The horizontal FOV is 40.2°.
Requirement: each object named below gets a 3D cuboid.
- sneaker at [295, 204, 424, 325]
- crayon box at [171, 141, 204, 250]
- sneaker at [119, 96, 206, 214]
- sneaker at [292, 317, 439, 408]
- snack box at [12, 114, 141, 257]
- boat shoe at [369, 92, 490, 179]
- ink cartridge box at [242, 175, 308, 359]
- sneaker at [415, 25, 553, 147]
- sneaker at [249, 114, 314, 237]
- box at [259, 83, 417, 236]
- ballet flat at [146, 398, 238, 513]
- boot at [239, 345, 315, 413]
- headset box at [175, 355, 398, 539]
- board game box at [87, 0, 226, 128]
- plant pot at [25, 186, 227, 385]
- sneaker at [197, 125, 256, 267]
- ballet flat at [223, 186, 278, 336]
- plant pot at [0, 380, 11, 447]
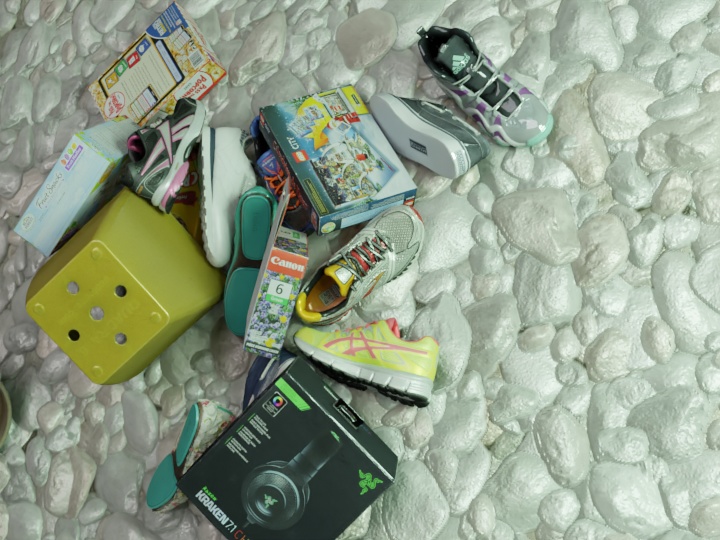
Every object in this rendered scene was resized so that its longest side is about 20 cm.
[{"bbox_3d":[0.000,0.000,1.199,0.200,0.082,0.078,-45,83,11],"label":"sneaker"},{"bbox_3d":[-0.262,-0.082,1.409,0.125,0.051,0.203,0,73,29],"label":"crayon box"},{"bbox_3d":[-0.267,-0.173,1.323,0.081,0.086,0.201,-53,21,38],"label":"sneaker"},{"bbox_3d":[0.011,0.095,1.181,0.198,0.078,0.091,16,73,27],"label":"sneaker"},{"bbox_3d":[-0.387,-0.125,1.397,0.067,0.200,0.169,36,106,-6],"label":"snack box"},{"bbox_3d":[0.086,-0.181,1.236,0.067,0.072,0.200,-28,38,-20],"label":"boat shoe"},{"bbox_3d":[-0.095,-0.005,1.209,0.050,0.109,0.202,16,106,-9],"label":"ink cartridge box"},{"bbox_3d":[0.135,-0.229,1.176,0.200,0.140,0.078,40,94,34],"label":"sneaker"},{"bbox_3d":[-0.106,-0.126,1.317,0.075,0.078,0.202,-34,59,16],"label":"sneaker"},{"bbox_3d":[-0.032,-0.146,1.263,0.135,0.038,0.201,-18,57,-18],"label":"box"},{"bbox_3d":[-0.211,0.243,1.245,0.201,0.063,0.076,-57,35,33],"label":"ballet flat"},{"bbox_3d":[-0.123,0.193,1.230,0.090,0.072,0.202,28,91,56],"label":"boot"},{"bbox_3d":[-0.075,0.224,1.121,0.200,0.093,0.174,-44,91,8],"label":"headset box"},{"bbox_3d":[-0.317,-0.294,1.518,0.199,0.046,0.152,-40,58,12],"label":"board game box"},{"bbox_3d":[-0.314,0.031,1.270,0.200,0.177,0.200,-40,97,11],"label":"plant pot"},{"bbox_3d":[-0.178,-0.103,1.330,0.076,0.079,0.203,137,133,-66],"label":"sneaker"},{"bbox_3d":[-0.139,-0.014,1.297,0.066,0.070,0.203,9,108,1],"label":"ballet flat"},{"bbox_3d":[-0.641,0.188,1.464,0.201,0.199,0.173,-57,41,1],"label":"plant pot"}]
